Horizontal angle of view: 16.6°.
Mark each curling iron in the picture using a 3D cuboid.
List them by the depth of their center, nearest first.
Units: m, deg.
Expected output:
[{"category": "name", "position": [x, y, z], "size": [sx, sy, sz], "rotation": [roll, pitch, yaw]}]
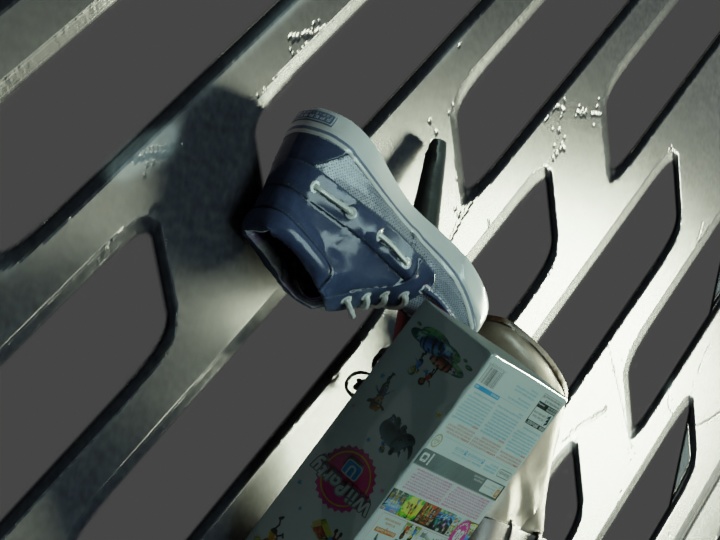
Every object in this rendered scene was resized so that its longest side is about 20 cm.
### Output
[{"category": "curling iron", "position": [0.028, 0.002, 1.590], "size": [0.026, 0.049, 0.201], "rotation": [32, 60, -37]}]

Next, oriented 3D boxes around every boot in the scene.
[{"category": "boot", "position": [0.000, 0.000, 1.483], "size": [0.200, 0.072, 0.091], "rotation": [49, 59, -35]}, {"category": "boot", "position": [0.092, 0.142, 1.729], "size": [0.147, 0.070, 0.200], "rotation": [-65, 149, -26]}]

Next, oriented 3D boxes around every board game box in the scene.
[{"category": "board game box", "position": [0.026, 0.129, 1.506], "size": [0.200, 0.064, 0.147], "rotation": [-54, 152, 1]}]
